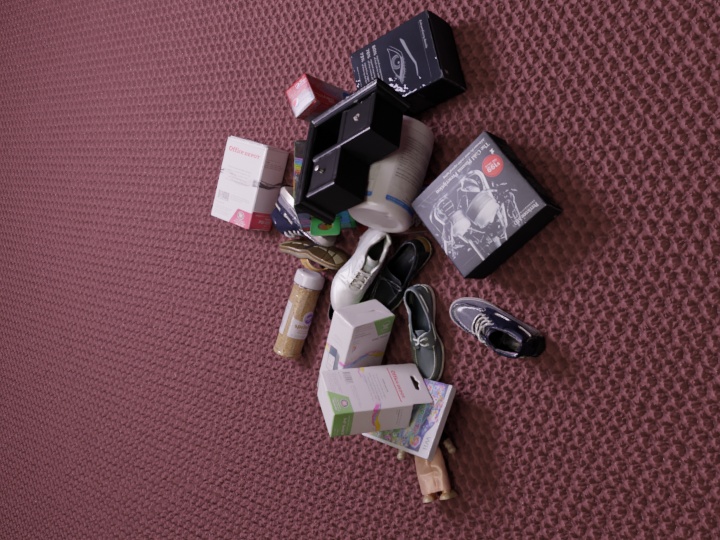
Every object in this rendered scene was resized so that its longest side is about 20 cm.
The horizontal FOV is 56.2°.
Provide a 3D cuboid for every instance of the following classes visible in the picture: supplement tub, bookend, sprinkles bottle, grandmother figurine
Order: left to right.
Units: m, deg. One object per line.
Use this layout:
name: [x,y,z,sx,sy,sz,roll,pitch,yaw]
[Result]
sprinkles bottle: [-0.141,0.099,1.544,0.068,0.068,0.202,27,104,34]
bookend: [-0.016,-0.216,1.252,0.198,0.092,0.202,-19,54,45]
supplement tub: [0.061,-0.189,1.330,0.131,0.132,0.202,7,72,36]
grandmother figurine: [0.129,0.353,1.345,0.120,0.061,0.202,-12,77,8]

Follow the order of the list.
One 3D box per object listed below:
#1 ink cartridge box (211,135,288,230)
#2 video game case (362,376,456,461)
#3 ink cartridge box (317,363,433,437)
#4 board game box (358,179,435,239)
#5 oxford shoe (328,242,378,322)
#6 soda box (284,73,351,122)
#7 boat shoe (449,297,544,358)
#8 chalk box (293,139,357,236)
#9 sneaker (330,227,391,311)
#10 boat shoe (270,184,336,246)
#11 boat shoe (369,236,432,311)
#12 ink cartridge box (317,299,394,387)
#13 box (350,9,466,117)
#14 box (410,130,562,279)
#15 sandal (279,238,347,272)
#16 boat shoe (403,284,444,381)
ink cartridge box: [-0.270,-0.212,1.640,0.145,0.084,0.202,21,103,35]
video game case: [0.092,0.279,1.329,0.199,0.018,0.144,3,67,52]
ink cartridge box: [0.027,0.248,1.304,0.117,0.198,0.068,-114,27,-51]
board game box: [0.079,-0.125,1.418,0.199,0.019,0.104,-6,86,36]
oxford shoe: [-0.017,0.028,1.445,0.072,0.084,0.202,23,100,36]
soda box: [-0.064,-0.345,1.419,0.063,0.199,0.070,-33,70,29]
boat shoe: [0.236,0.103,1.247,0.199,0.092,0.075,22,101,35]
chalk box: [-0.073,-0.159,1.416,0.124,0.124,0.202,-2,69,4]
sneaker: [0.000,0.000,1.380,0.201,0.070,0.080,-63,15,-2]
boat shoe: [-0.132,-0.101,1.541,0.200,0.074,0.093,53,125,33]
boat shoe: [0.072,0.013,1.393,0.075,0.062,0.201,48,116,26]
ink cartridge box: [-0.012,0.169,1.386,0.067,0.116,0.201,39,127,37]
box: [0.094,-0.400,1.363,0.199,0.104,0.149,-18,78,34]
box: [0.229,-0.116,1.243,0.200,0.104,0.183,-44,68,23]
sandal: [-0.105,-0.027,1.521,0.199,0.080,0.054,16,115,39]
boat shoe: [0.120,0.128,1.352,0.072,0.062,0.202,-8,84,34]
